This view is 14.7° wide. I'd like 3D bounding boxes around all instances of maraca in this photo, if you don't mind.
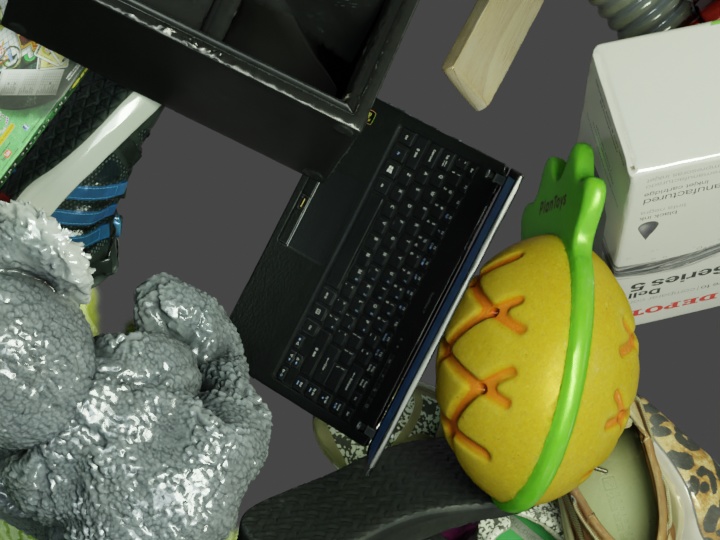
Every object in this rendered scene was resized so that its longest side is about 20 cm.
[{"bbox_3d":[0.098,0.032,1.500,0.107,0.137,0.200,12,80,-17],"label":"maraca"}]

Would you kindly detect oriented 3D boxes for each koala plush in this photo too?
[{"bbox_3d":[-0.164,0.063,1.490,0.177,0.184,0.200,-45,121,2],"label":"koala plush"}]

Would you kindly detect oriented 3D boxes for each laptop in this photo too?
[{"bbox_3d":[0.000,0.000,1.519,0.103,0.200,0.177,23,95,-54],"label":"laptop"}]

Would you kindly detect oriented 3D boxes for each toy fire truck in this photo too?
[{"bbox_3d":[0.151,-0.151,1.574,0.200,0.129,0.176,-36,102,10],"label":"toy fire truck"}]

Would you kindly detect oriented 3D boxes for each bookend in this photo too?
[{"bbox_3d":[-0.060,-0.185,1.517,0.198,0.092,0.200,27,69,-5],"label":"bookend"}]

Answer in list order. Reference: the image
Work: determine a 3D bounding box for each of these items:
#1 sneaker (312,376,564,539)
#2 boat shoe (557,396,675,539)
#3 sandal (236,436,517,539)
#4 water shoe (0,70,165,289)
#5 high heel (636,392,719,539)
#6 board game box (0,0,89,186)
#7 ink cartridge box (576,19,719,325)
[{"bbox_3d":[0.063,0.128,1.607,0.200,0.089,0.077,33,92,-11],"label":"sneaker"},{"bbox_3d":[0.133,0.089,1.583,0.076,0.074,0.200,-18,69,-11],"label":"boat shoe"},{"bbox_3d":[0.015,0.137,1.528,0.200,0.075,0.048,-14,127,-35],"label":"sandal"},{"bbox_3d":[-0.164,-0.035,1.574,0.200,0.072,0.079,-48,123,4],"label":"water shoe"},{"bbox_3d":[0.235,0.137,1.663,0.142,0.071,0.200,-26,82,-33],"label":"high heel"},{"bbox_3d":[-0.213,-0.115,1.549,0.105,0.023,0.200,37,85,-2],"label":"board game box"},{"bbox_3d":[0.198,-0.055,1.539,0.145,0.200,0.084,-12,65,-6],"label":"ink cartridge box"}]
